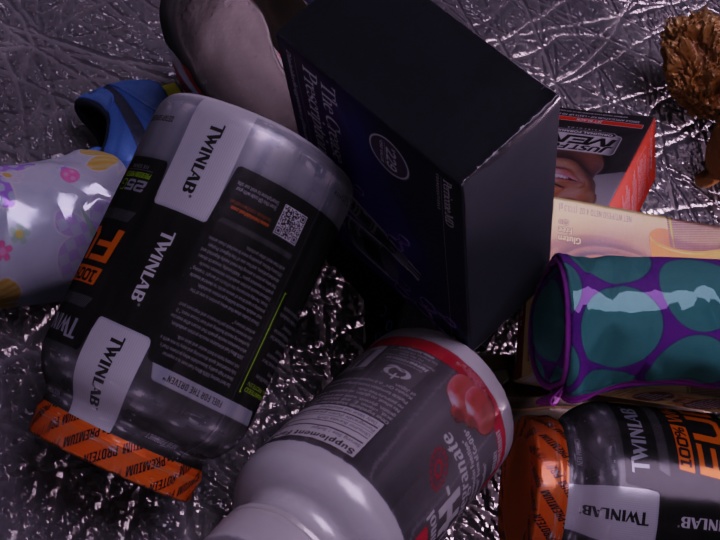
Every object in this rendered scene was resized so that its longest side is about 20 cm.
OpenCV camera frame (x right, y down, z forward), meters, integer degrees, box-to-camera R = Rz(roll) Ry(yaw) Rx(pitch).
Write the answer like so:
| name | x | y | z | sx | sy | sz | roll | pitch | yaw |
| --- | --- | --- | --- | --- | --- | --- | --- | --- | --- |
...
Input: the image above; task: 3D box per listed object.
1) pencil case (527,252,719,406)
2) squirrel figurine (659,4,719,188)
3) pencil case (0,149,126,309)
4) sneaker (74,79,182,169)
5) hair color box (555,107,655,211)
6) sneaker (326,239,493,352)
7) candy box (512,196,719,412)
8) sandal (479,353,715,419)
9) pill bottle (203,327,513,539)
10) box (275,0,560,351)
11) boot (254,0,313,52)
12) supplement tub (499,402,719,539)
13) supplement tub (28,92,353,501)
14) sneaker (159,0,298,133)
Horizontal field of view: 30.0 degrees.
| name | x | y | z | sx | sy | sz | roll | pitch | yaw |
| --- | --- | --- | --- | --- | --- | --- | --- | --- | --- |
| pencil case | 0.202 | 0.039 | 0.809 | 0.199 | 0.085 | 0.093 | 4 | 83 | -12 |
| squirrel figurine | 0.354 | -0.152 | 1.234 | 0.200 | 0.142 | 0.186 | 37 | 53 | 19 |
| pencil case | -0.224 | -0.022 | 0.761 | 0.199 | 0.083 | 0.091 | -9 | 81 | -36 |
| sneaker | -0.133 | -0.037 | 0.854 | 0.078 | 0.066 | 0.201 | -7 | 58 | -25 |
| hair color box | 0.151 | -0.049 | 1.014 | 0.101 | 0.061 | 0.200 | 9 | 39 | 23 |
| sneaker | 0.000 | 0.000 | 0.901 | 0.199 | 0.073 | 0.112 | 19 | 73 | 7 |
| candy box | 0.205 | 0.028 | 0.885 | 0.199 | 0.055 | 0.116 | 9 | 76 | -12 |
| sandal | 0.152 | 0.096 | 0.929 | 0.199 | 0.054 | 0.080 | 3 | 21 | -27 |
| pill bottle | -0.003 | 0.126 | 0.767 | 0.111 | 0.111 | 0.200 | 44 | 44 | 6 |
| box | 0.036 | -0.059 | 0.767 | 0.141 | 0.200 | 0.079 | 39 | 72 | 23 |
| boot | -0.032 | -0.173 | 1.000 | 0.075 | 0.097 | 0.200 | -22 | 69 | -44 |
| supplement tub | 0.194 | 0.148 | 0.839 | 0.199 | 0.123 | 0.123 | 7 | 50 | -8 |
| supplement tub | -0.095 | 0.016 | 0.737 | 0.122 | 0.122 | 0.201 | 27 | 80 | -12 |
| sneaker | -0.098 | -0.142 | 0.889 | 0.108 | 0.067 | 0.201 | 30 | -5 | 34 |
